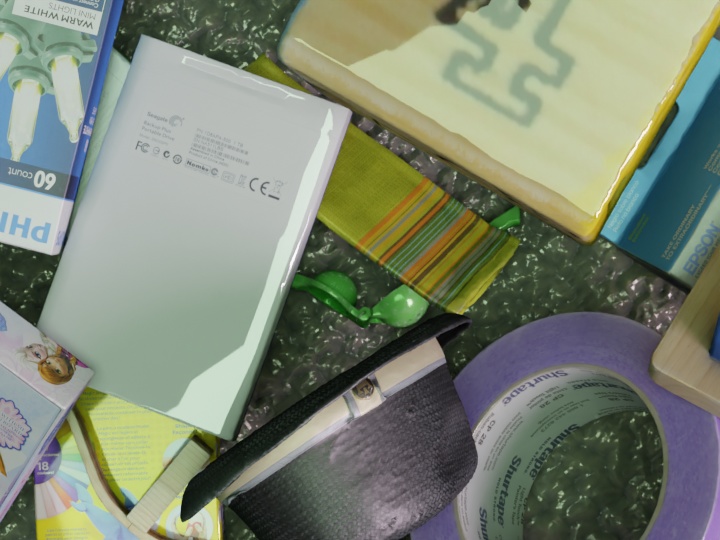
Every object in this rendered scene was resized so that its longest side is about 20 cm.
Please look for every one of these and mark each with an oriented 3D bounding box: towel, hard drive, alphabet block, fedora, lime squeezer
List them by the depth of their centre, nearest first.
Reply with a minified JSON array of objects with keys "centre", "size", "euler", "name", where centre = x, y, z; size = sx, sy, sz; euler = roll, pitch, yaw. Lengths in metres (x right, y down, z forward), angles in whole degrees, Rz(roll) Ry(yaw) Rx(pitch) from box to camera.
[{"centre":[-0.001,0.110,1.212],"size":[0.200,0.201,0.092],"euler":[-34,85,2],"name":"fedora"},{"centre":[0.093,-0.147,1.230],"size":[0.199,0.195,0.198],"euler":[30,94,5],"name":"alphabet block"},{"centre":[-0.099,-0.019,1.257],"size":[0.131,0.025,0.202],"euler":[20,89,8],"name":"hard drive"},{"centre":[-0.002,-0.052,1.293],"size":[0.199,0.086,0.018],"euler":[37,130,7],"name":"towel"},{"centre":[0.000,0.000,1.325],"size":[0.198,0.038,0.071],"euler":[-3,92,2],"name":"lime squeezer"}]

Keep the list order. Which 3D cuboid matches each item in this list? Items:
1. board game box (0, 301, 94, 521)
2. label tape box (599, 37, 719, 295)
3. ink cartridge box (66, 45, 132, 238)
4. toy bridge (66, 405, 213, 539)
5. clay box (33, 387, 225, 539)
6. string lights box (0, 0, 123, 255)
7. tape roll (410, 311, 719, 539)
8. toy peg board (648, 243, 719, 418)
[{"centre":[-0.280,0.070,1.279],"size":[0.199,0.041,0.200],"euler":[37,129,-1],"name":"board game box"},{"centre":[0.243,-0.041,1.304],"size":[0.199,0.063,0.145],"euler":[32,92,-1],"name":"label tape box"},{"centre":[-0.145,-0.063,1.313],"size":[0.200,0.059,0.104],"euler":[41,91,-1],"name":"ink cartridge box"},{"centre":[-0.114,0.128,1.290],"size":[0.200,0.027,0.067],"euler":[41,91,-1],"name":"toy bridge"},{"centre":[-0.141,0.133,1.328],"size":[0.114,0.048,0.202],"euler":[-2,91,0],"name":"clay box"},{"centre":[-0.199,-0.118,1.252],"size":[0.102,0.059,0.202],"euler":[13,90,-2],"name":"string lights box"},{"centre":[0.132,0.131,1.251],"size":[0.199,0.085,0.202],"euler":[-15,62,30],"name":"tape roll"},{"centre":[0.290,0.005,1.163],"size":[0.198,0.098,0.201],"euler":[28,64,16],"name":"toy peg board"}]
